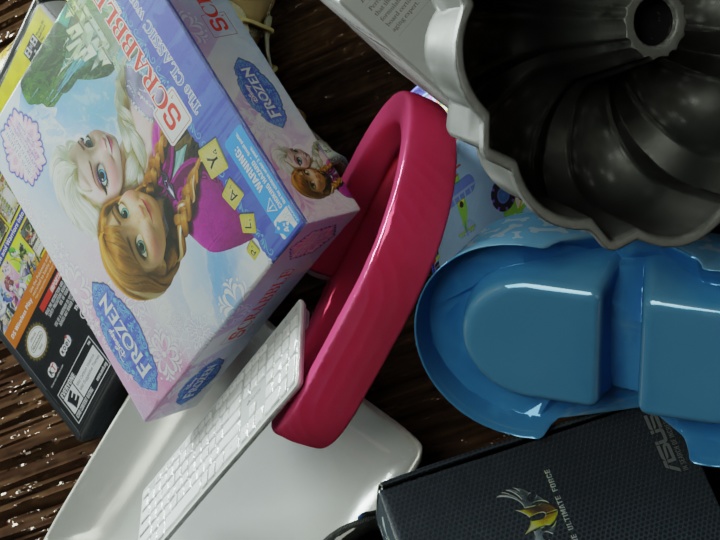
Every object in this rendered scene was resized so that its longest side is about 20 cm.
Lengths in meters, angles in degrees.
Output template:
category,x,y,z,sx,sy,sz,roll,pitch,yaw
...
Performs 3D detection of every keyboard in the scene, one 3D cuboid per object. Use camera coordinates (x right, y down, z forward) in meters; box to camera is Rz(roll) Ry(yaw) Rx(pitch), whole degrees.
category,x,y,z,sx,sy,sz,roll,pitch,yaw
keyboard,-0.077,0.092,1.149,0.200,0.011,0.056,-50,22,42

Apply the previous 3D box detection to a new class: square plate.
category,x,y,z,sx,sy,sz,roll,pitch,yaw
square plate,-0.073,0.132,1.217,0.198,0.028,0.200,37,100,37

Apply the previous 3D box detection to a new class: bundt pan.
category,x,y,z,sx,sy,sz,roll,pitch,yaw
bundt pan,0.112,-0.112,0.963,0.076,0.201,0.202,13,87,62

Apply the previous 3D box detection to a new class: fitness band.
category,x,y,z,sx,sy,sz,roll,pitch,yaw
fitness band,0.000,0.000,1.102,0.144,0.037,0.200,-83,16,-53

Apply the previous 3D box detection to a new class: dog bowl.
category,x,y,z,sx,sy,sz,roll,pitch,yaw
dog bowl,0.128,0.028,1.022,0.199,0.050,0.112,7,124,14

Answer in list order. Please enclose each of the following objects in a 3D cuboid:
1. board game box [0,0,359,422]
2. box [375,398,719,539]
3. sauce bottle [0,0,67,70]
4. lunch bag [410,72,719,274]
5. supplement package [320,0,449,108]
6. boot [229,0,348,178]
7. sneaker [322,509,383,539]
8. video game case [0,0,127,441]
category,x,y,z,sx,sy,sz,roll,pitch,yaw
board game box,-0.109,-0.053,1.156,0.200,0.041,0.200,58,136,18
box,0.112,0.174,1.029,0.157,0.051,0.200,-17,65,-8
sauce bottle,-0.185,-0.126,1.327,0.200,0.065,0.065,-38,62,27
lunch bag,0.097,-0.051,1.115,0.200,0.094,0.151,-25,69,32
supplement package,0.067,-0.192,1.063,0.200,0.111,0.156,-49,26,3
boot,-0.056,-0.105,1.235,0.155,0.072,0.200,38,107,34
sneaker,-0.017,0.208,1.117,0.073,0.112,0.200,30,97,36
video game case,-0.172,-0.030,1.276,0.181,0.025,0.200,48,126,24
